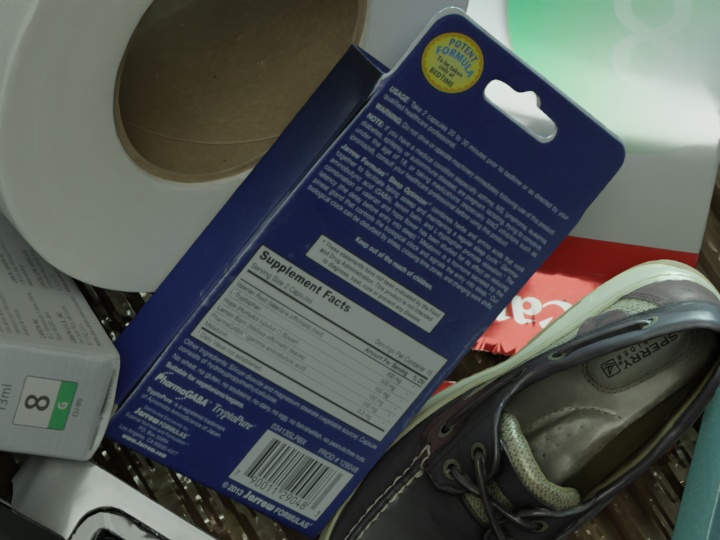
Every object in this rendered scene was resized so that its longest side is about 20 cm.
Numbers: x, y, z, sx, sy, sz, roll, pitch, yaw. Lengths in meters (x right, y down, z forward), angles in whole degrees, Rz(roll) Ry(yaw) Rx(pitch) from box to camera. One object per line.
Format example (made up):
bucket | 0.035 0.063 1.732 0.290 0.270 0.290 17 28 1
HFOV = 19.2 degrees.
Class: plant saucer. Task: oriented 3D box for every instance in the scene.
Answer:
plant saucer | 0.129 0.139 0.834 0.019 0.070 0.201 11 76 24

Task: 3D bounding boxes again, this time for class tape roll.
tape roll | -0.078 -0.112 0.776 0.203 0.203 0.139 -38 54 -11

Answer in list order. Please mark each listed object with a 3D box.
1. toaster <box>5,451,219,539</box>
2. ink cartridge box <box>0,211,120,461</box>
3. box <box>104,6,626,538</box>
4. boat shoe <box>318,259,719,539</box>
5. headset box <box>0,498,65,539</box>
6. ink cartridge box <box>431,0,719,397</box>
toaster | -0.091 0.183 0.780 0.200 0.119 0.181 32 78 3
ink cartridge box | -0.201 0.004 0.759 0.199 0.161 0.050 8 109 -25
box | 0.000 0.000 0.798 0.200 0.121 0.032 -50 41 9
boat shoe | 0.063 0.072 0.823 0.200 0.065 0.072 -38 97 4
headset box | -0.200 0.091 0.680 0.199 0.149 0.075 7 72 20
ink cartridge box | 0.064 -0.038 0.868 0.160 0.050 0.201 8 75 -2
